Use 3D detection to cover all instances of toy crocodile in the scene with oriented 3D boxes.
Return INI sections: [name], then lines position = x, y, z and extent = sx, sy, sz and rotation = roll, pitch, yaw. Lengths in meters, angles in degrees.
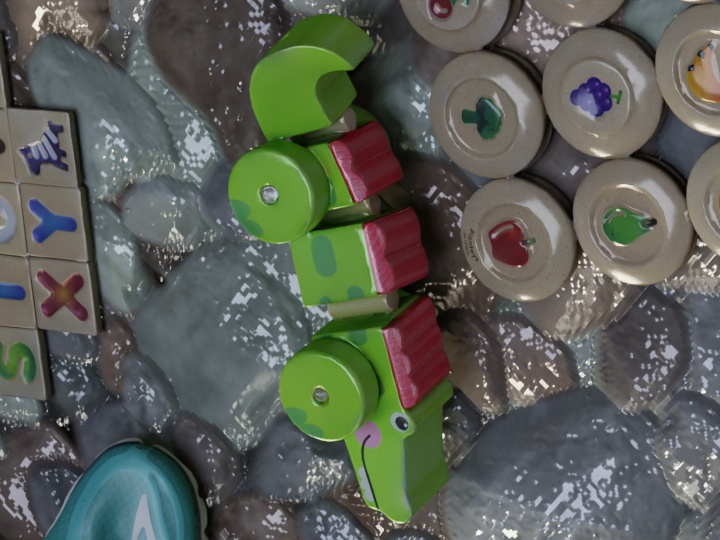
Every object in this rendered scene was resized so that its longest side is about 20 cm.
[toy crocodile]
position = 0.000, 0.000, 1.056
extent = 0.061, 0.067, 0.201
rotation = -7, 104, 33

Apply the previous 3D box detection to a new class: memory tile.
[memory tile]
position = 0.083, -0.089, 1.002
extent = 0.152, 0.017, 0.201
rotation = -8, 103, 34

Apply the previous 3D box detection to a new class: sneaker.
[sneaker]
position = -0.125, 0.166, 1.153
extent = 0.077, 0.080, 0.201
rotation = 24, 83, 11

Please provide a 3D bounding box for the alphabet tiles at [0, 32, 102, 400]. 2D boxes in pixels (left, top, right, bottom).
[alphabet tiles]
position = -0.202, -0.028, 1.209
extent = 0.199, 0.006, 0.168
rotation = 6, 111, 31
